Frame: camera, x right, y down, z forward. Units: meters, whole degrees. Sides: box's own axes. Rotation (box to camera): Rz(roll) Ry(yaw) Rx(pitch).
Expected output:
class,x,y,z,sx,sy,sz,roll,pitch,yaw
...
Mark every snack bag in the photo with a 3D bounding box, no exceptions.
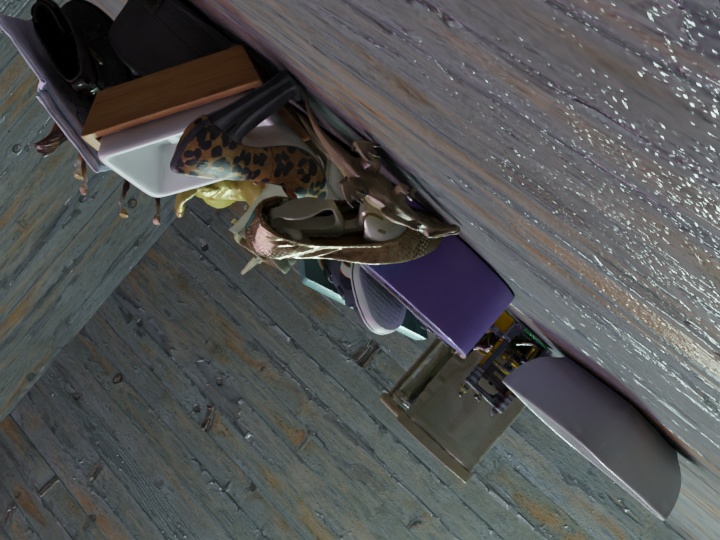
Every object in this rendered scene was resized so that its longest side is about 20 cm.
class,x,y,z,sx,sy,sz,roll,pitch,yaw
snack bag,-0.326,-0.196,1.375,0.201,0.021,0.189,56,-176,-8

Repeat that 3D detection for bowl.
class,x,y,z,sx,sy,sz,roll,pitch,yaw
bowl,0.280,0.183,1.450,0.200,0.075,0.200,44,178,-36

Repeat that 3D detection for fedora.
class,x,y,z,sx,sy,sz,roll,pitch,yaw
fedora,-0.208,-0.241,1.393,0.200,0.090,0.177,41,178,21

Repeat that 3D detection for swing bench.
class,x,y,z,sx,sy,sz,roll,pitch,yaw
swing bench,0.148,0.162,1.754,0.130,0.199,0.200,41,178,-8

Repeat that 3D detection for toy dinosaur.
class,x,y,z,sx,sy,sz,roll,pitch,yaw
toy dinosaur,0.003,-0.085,1.162,0.200,0.058,0.101,42,180,4

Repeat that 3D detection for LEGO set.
class,x,y,z,sx,sy,sz,roll,pitch,yaw
LEGO set,0.141,0.096,1.582,0.200,0.116,0.154,42,178,-12

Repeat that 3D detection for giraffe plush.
class,x,y,z,sx,sy,sz,roll,pitch,yaw
giraffe plush,-0.136,-0.128,1.644,0.161,0.174,0.200,20,-155,16

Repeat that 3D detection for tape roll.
class,x,y,z,sx,sy,sz,roll,pitch,yaw
tape roll,0.066,-0.004,1.363,0.200,0.085,0.200,41,178,2

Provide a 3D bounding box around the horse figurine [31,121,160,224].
class,x,y,z,sx,sy,sz,roll,pitch,yaw
horse figurine,-0.298,-0.141,1.513,0.050,0.134,0.199,-18,147,35

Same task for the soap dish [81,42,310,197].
class,x,y,z,sx,sy,sz,roll,pitch,yaw
soap dish,-0.170,-0.155,1.310,0.157,0.198,0.082,42,-144,-67

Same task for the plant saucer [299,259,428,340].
class,x,y,z,sx,sy,sz,roll,pitch,yaw
plant saucer,0.002,0.028,1.569,0.199,0.019,0.070,27,-145,-29

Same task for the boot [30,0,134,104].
class,x,y,z,sx,sy,sz,roll,pitch,yaw
boot,-0.312,-0.255,1.382,0.201,0.069,0.174,59,-176,21

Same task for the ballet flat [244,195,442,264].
class,x,y,z,sx,sy,sz,roll,pitch,yaw
ballet flat,-0.014,-0.044,1.226,0.065,0.198,0.071,96,168,-58

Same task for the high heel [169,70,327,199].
class,x,y,z,sx,sy,sz,roll,pitch,yaw
high heel,-0.109,-0.089,1.234,0.071,0.142,0.201,43,160,37

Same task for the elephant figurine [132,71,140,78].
class,x,y,z,sx,sy,sz,roll,pitch,yaw
elephant figurine,-0.204,-0.194,1.516,0.200,0.155,0.142,46,172,29

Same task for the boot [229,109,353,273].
class,x,y,z,sx,sy,sz,roll,pitch,yaw
boot,-0.091,-0.094,1.401,0.200,0.155,0.072,40,178,46

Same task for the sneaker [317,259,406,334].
class,x,y,z,sx,sy,sz,roll,pitch,yaw
sneaker,0.000,0.000,1.509,0.078,0.079,0.202,18,-132,-36

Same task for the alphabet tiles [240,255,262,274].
class,x,y,z,sx,sy,sz,roll,pitch,yaw
alphabet tiles,-0.080,-0.054,1.604,0.006,0.166,0.200,52,165,-1
